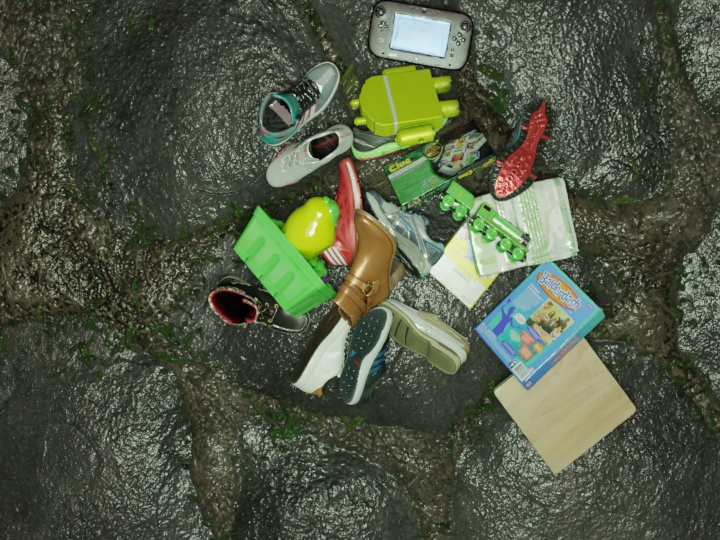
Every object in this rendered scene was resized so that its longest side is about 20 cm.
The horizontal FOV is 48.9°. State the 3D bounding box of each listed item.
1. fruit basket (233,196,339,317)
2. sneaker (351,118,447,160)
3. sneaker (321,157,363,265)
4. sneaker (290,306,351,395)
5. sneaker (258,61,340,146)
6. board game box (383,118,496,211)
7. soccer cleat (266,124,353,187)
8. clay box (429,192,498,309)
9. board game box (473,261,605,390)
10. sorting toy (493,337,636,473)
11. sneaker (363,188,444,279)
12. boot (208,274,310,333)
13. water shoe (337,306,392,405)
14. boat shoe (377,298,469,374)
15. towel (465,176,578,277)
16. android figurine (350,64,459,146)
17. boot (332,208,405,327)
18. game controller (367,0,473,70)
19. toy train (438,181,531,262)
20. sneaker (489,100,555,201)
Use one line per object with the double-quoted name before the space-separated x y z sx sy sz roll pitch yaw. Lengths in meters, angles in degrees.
"fruit basket" -0.109 -0.046 1.463 0.209 0.156 0.222 -2 78 10
"sneaker" 0.072 -0.272 1.495 0.195 0.077 0.086 -18 98 3
"sneaker" -0.048 -0.107 1.516 0.112 0.078 0.206 -9 94 2
"sneaker" -0.053 0.152 1.553 0.084 0.073 0.202 31 95 -24
"sneaker" -0.120 -0.317 1.477 0.084 0.121 0.200 44 95 -2
"board game box" 0.148 -0.200 1.496 0.196 0.024 0.106 -27 58 6
"soccer cleat" -0.103 -0.216 1.492 0.196 0.085 0.070 -24 94 19
"clay box" 0.229 -0.043 1.522 0.114 0.048 0.201 39 94 -2
"board game box" 0.334 0.099 1.489 0.200 0.045 0.153 -44 54 6
"sorting toy" 0.388 0.244 1.529 0.199 0.070 0.200 -38 92 5
"sneaker" 0.082 -0.082 1.512 0.086 0.078 0.201 -35 76 -13
"boot" -0.193 0.074 1.501 0.197 0.151 0.074 28 96 -1
"water shoe" 0.019 0.164 1.542 0.071 0.078 0.204 32 101 39
"boat shoe" 0.121 0.117 1.531 0.199 0.076 0.068 38 52 15
"towel" 0.298 -0.081 1.483 0.194 0.031 0.153 -13 89 1
"android figurine" 0.080 -0.307 1.460 0.194 0.041 0.186 -11 59 -4
"boot" 0.000 0.000 1.454 0.155 0.073 0.202 -44 132 -15
"game controller" 0.113 -0.443 1.495 0.194 0.042 0.107 10 96 3
"toy train" 0.231 -0.089 1.451 0.198 0.042 0.057 37 80 1
"sneaker" 0.299 -0.210 1.474 0.078 0.096 0.203 30 80 2
